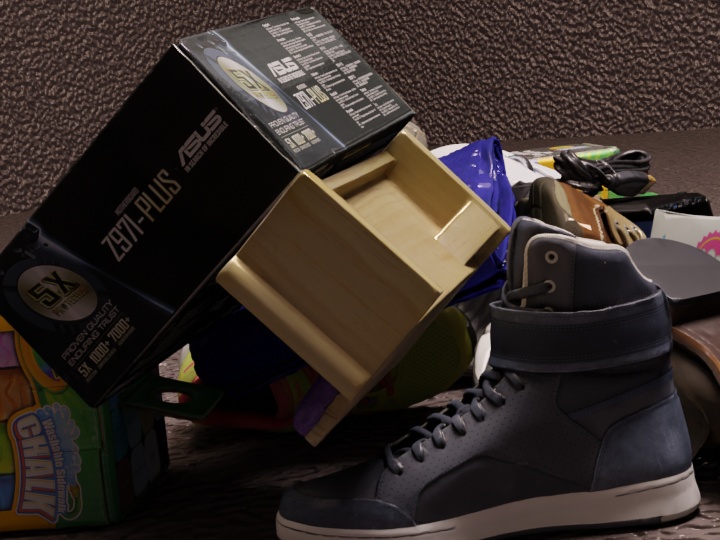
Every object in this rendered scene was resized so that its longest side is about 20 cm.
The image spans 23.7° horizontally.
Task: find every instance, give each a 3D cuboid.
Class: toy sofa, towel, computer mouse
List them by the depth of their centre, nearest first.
[{"bbox_3d":[-0.001,0.002,0.828,0.098,0.083,0.200,-49,-4,18],"label":"toy sofa"},{"bbox_3d":[0.000,0.000,1.019,0.198,0.050,0.148,-21,24,17],"label":"towel"},{"bbox_3d":[0.095,-0.065,1.147,0.198,0.044,0.109,-2,6,40],"label":"computer mouse"}]

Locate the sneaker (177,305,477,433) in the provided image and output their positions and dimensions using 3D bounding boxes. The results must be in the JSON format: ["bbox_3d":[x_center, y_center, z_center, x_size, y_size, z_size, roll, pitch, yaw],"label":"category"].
[{"bbox_3d":[-0.024,0.067,1.066,0.198,0.079,0.090,-12,14,12],"label":"sneaker"}]

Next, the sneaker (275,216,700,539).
[{"bbox_3d":[0.052,0.052,0.798,0.200,0.148,0.077,-9,9,-5],"label":"sneaker"}]

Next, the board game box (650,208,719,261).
[{"bbox_3d":[0.278,0.016,0.957,0.198,0.065,0.147,12,0,-21],"label":"board game box"}]

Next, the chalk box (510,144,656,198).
[{"bbox_3d":[0.146,-0.033,1.372,0.197,0.126,0.125,-6,7,-5],"label":"chalk box"}]

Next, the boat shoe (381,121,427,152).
[{"bbox_3d":[-0.052,-0.039,1.008,0.200,0.073,0.060,-18,18,19],"label":"boat shoe"}]

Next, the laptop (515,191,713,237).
[{"bbox_3d":[0.149,0.003,1.173,0.175,0.105,0.199,-4,4,27],"label":"laptop"}]

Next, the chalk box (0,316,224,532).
[{"bbox_3d":[-0.178,0.069,0.951,0.197,0.126,0.125,-6,8,8],"label":"chalk box"}]

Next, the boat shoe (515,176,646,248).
[{"bbox_3d":[0.128,-0.013,0.973,0.073,0.077,0.200,6,5,1],"label":"boat shoe"}]

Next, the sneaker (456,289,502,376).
[{"bbox_3d":[0.060,0.036,1.163,0.197,0.080,0.079,-3,0,-7],"label":"sneaker"}]

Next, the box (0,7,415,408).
[{"bbox_3d":[-0.077,-0.039,0.872,0.164,0.086,0.200,-46,-3,22],"label":"box"}]

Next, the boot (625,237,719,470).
[{"bbox_3d":[0.185,0.076,0.840,0.074,0.098,0.200,-5,35,-23],"label":"boot"}]

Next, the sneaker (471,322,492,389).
[{"bbox_3d":[0.135,0.055,0.963,0.084,0.075,0.199,0,10,37],"label":"sneaker"}]
